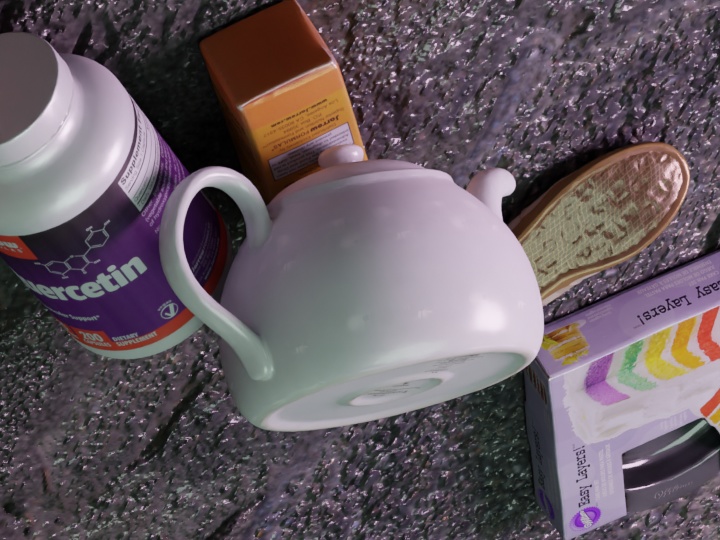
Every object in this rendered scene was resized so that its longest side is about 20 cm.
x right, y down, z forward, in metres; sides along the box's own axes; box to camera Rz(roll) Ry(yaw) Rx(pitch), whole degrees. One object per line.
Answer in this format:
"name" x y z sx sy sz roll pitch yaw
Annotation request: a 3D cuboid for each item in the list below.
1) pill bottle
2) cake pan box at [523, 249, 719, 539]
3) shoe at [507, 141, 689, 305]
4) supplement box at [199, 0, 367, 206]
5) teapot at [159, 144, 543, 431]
"pill bottle" -0.156 -0.043 1.567 0.112 0.113 0.200 -34 140 2
"cake pan box" 0.207 0.087 1.989 0.183 0.052 0.200 -20 139 -11
"shoe" 0.124 -0.019 1.831 0.200 0.053 0.070 -36 108 -1
"supplement box" -0.034 -0.062 1.664 0.069 0.067 0.200 -27 140 -6
"teapot" 0.000 0.000 1.590 0.196 0.147 0.200 -15 169 3
